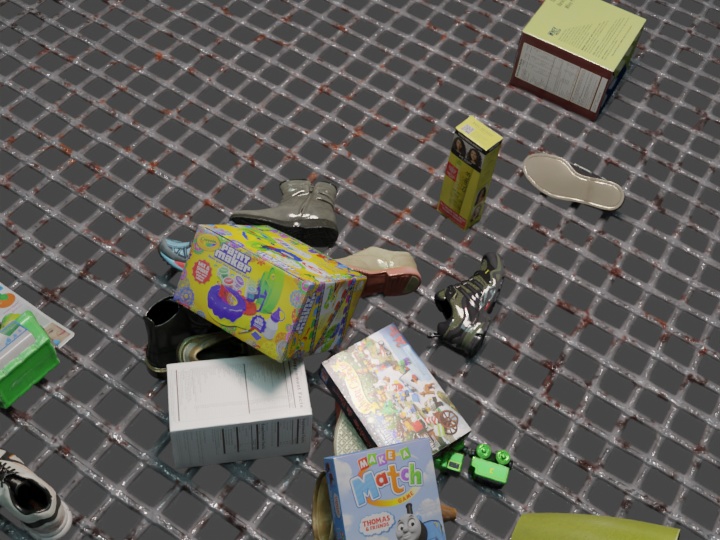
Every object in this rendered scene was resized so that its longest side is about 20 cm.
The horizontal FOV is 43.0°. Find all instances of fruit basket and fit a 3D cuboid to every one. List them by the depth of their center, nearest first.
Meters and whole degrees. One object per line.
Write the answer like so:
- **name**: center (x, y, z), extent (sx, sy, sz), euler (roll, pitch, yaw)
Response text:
- **fruit basket**: center (-0.558, 0.106, 1.364), extent (0.199, 0.094, 0.185), euler (32, 56, 22)

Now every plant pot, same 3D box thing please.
- **plant pot**: center (0.294, 0.397, 1.194), extent (0.197, 0.189, 0.188), euler (14, 50, 24)

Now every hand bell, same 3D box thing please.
- **hand bell**: center (0.040, 0.334, 1.271), extent (0.197, 0.105, 0.105), euler (6, 50, -18)

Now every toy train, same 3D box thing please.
- **toy train**: center (0.127, 0.271, 1.345), extent (0.197, 0.042, 0.057), euler (16, 63, 6)

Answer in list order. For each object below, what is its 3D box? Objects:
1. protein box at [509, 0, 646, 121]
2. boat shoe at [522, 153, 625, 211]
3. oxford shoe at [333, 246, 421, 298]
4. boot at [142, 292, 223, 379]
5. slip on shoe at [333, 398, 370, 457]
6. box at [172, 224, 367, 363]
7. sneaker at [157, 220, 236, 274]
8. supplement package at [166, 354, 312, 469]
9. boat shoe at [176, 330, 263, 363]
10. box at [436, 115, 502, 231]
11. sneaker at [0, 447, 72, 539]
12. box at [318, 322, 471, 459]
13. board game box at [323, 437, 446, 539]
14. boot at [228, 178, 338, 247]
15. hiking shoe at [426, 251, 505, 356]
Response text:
- **protein box**: center (0.443, -0.449, 1.876), extent (0.198, 0.136, 0.199), euler (28, 55, 14)
- **boat shoe**: center (0.398, -0.162, 1.711), extent (0.198, 0.074, 0.063), euler (24, 10, 19)
- **oxford shoe**: center (0.000, 0.000, 1.527), extent (0.197, 0.071, 0.074), euler (3, 46, -16)
- **boot**: center (-0.250, 0.062, 1.401), extent (0.077, 0.139, 0.200), euler (29, 53, 17)
- **slip on shoe**: center (-0.008, 0.224, 1.353), extent (0.073, 0.061, 0.202), euler (6, 56, -11)
- **box**: center (-0.129, 0.026, 1.346), extent (0.198, 0.123, 0.192), euler (27, 12, 22)
- **sneaker**: center (-0.231, -0.040, 1.501), extent (0.197, 0.097, 0.079), euler (10, 20, -4)
- **supplement package**: center (-0.174, 0.201, 1.319), extent (0.197, 0.110, 0.115), euler (-5, 51, -10)
- **boat shoe**: center (-0.174, 0.117, 1.380), extent (0.198, 0.076, 0.073), euler (-15, 95, -34)
- **box**: center (0.187, -0.165, 1.586), extent (0.075, 0.201, 0.050), euler (40, 58, 22)
- **sneaker**: center (-0.474, 0.285, 1.242), extent (0.198, 0.081, 0.074), euler (28, 56, 17)
- **box**: center (0.048, 0.190, 1.327), extent (0.135, 0.038, 0.201), euler (-26, 67, -26)
- **board game box**: center (0.038, 0.335, 1.207), extent (0.149, 0.036, 0.203), euler (-6, 81, -28)
- **boot**: center (-0.134, -0.105, 1.600), extent (0.197, 0.068, 0.132), euler (4, 47, -13)
- **hiking shoe**: center (0.175, 0.039, 1.505), extent (0.099, 0.076, 0.202), euler (20, 53, 5)
